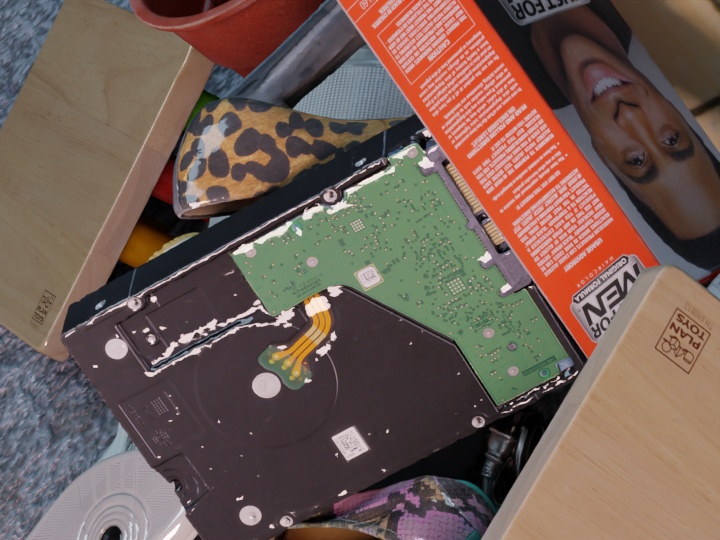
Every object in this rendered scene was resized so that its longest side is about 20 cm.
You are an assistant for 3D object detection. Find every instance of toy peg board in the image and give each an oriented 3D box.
[{"bbox_3d":[0.120,0.138,1.113,0.200,0.200,0.098,-58,17,-18],"label":"toy peg board"},{"bbox_3d":[-0.146,-0.047,1.763,0.200,0.097,0.200,-64,30,1],"label":"toy peg board"}]

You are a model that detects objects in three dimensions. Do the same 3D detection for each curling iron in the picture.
[{"bbox_3d":[0.117,0.041,1.358,0.025,0.050,0.200,14,52,37],"label":"curling iron"}]

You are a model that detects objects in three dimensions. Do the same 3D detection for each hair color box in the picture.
[{"bbox_3d":[0.084,-0.069,1.255,0.061,0.201,0.101,-40,-10,36],"label":"hair color box"}]

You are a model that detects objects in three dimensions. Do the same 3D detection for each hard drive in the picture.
[{"bbox_3d":[-0.016,0.030,1.305,0.199,0.140,0.038,-29,22,16],"label":"hard drive"}]

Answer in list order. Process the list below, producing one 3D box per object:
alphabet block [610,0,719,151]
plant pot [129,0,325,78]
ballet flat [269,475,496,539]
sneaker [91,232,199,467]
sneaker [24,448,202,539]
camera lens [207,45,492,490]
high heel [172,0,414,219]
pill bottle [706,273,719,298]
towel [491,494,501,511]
[{"bbox_3d":[0.144,-0.167,1.416,0.195,0.200,0.197,-23,38,36],"label":"alphabet block"},{"bbox_3d":[0.013,-0.149,1.565,0.200,0.195,0.201,-32,34,25],"label":"plant pot"},{"bbox_3d":[-0.018,0.141,1.346,0.199,0.069,0.071,-17,15,48],"label":"ballet flat"},{"bbox_3d":[-0.088,0.084,1.507,0.088,0.075,0.201,31,112,53],"label":"sneaker"},{"bbox_3d":[-0.116,0.163,1.443,0.200,0.112,0.073,-38,46,26],"label":"sneaker"},{"bbox_3d":[0.000,0.000,1.442,0.159,0.160,0.201,-26,37,32],"label":"camera lens"},{"bbox_3d":[0.016,-0.023,1.327,0.143,0.200,0.071,-46,-10,-25],"label":"high heel"},{"bbox_3d":[0.168,0.062,1.206,0.200,0.112,0.112,-47,30,2],"label":"pill bottle"},{"bbox_3d":[0.017,0.202,1.326,0.200,0.022,0.147,-42,30,13],"label":"towel"}]
